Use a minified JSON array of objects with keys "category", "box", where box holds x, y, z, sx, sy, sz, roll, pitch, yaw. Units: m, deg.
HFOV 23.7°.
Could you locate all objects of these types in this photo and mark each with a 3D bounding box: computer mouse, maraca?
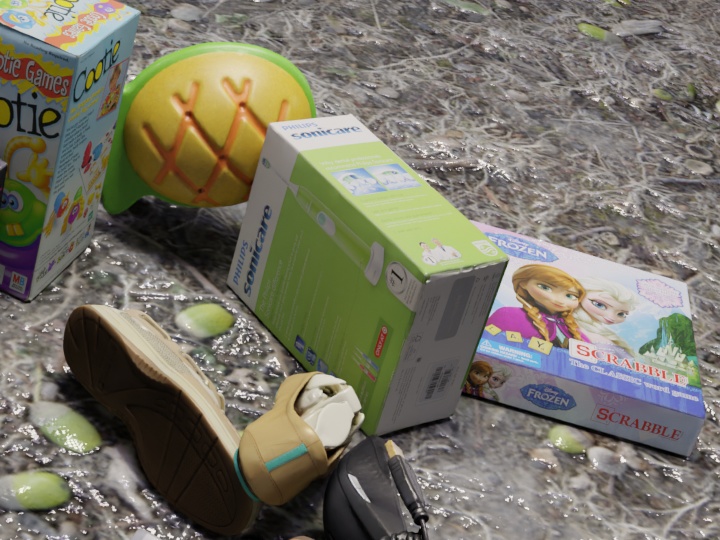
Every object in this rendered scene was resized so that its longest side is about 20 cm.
[{"category":"computer mouse","box":[0.005,0.151,1.038,0.045,0.142,0.201,-3,34,-8]},{"category":"maraca","box":[-0.131,-0.107,1.314,0.198,0.138,0.107,-10,29,-4]}]

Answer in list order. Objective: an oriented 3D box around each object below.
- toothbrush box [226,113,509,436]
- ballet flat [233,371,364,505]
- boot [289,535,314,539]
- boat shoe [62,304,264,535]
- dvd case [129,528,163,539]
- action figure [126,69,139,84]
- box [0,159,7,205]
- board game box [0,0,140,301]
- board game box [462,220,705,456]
[{"category":"toothbrush box","box":[0.000,0.000,1.260,0.085,0.147,0.200,-11,41,-39]},{"category":"ballet flat","box":[-0.027,0.103,1.116,0.069,0.063,0.200,60,14,-5]},{"category":"boot","box":[-0.019,0.231,0.965,0.075,0.074,0.200,-11,43,-24]},{"category":"boat shoe","box":[-0.118,0.091,1.128,0.065,0.073,0.200,-5,39,-48]},{"category":"dvd case","box":[-0.075,0.240,0.901,0.199,0.025,0.151,25,54,17]},{"category":"action figure","box":[-0.188,-0.121,1.404,0.199,0.102,0.119,32,12,-32]},{"category":"box","box":[-0.346,-0.017,1.135,0.131,0.116,0.200,25,31,12]},{"category":"board game box","box":[-0.243,-0.101,1.238,0.102,0.202,0.105,23,30,8]},{"category":"board game box","box":[0.171,0.049,1.373,0.198,0.041,0.200,16,31,-4]}]
